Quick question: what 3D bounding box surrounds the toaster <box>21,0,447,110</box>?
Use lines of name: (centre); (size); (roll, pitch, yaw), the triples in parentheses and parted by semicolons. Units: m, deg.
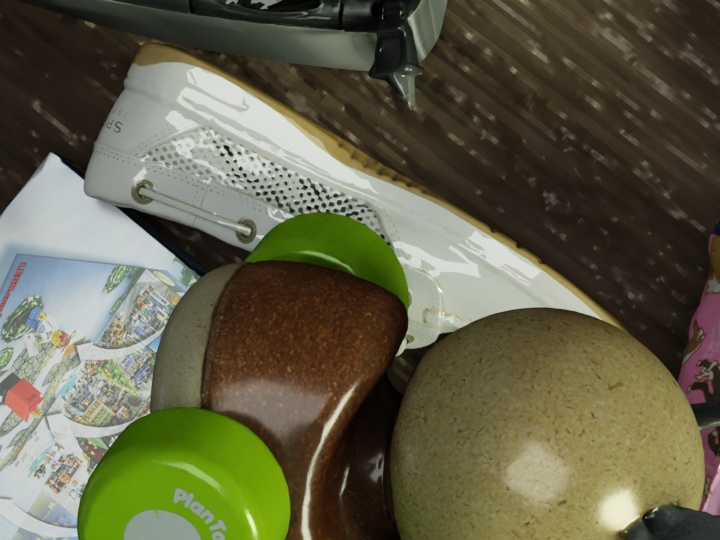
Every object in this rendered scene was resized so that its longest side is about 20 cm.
toaster: (-0.045, -0.160, 0.809); (0.179, 0.119, 0.202); (11, 87, 8)

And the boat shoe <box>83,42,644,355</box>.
boat shoe: (0.000, 0.000, 0.815); (0.199, 0.071, 0.070); (29, 89, 5)

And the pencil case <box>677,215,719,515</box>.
pencil case: (0.120, 0.085, 0.785); (0.086, 0.083, 0.202); (19, 90, -30)

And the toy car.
toy car: (0.044, 0.073, 0.700); (0.198, 0.164, 0.159); (-1, 114, 17)

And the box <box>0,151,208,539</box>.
box: (-0.113, 0.081, 0.840); (0.136, 0.038, 0.200); (39, 91, 6)
